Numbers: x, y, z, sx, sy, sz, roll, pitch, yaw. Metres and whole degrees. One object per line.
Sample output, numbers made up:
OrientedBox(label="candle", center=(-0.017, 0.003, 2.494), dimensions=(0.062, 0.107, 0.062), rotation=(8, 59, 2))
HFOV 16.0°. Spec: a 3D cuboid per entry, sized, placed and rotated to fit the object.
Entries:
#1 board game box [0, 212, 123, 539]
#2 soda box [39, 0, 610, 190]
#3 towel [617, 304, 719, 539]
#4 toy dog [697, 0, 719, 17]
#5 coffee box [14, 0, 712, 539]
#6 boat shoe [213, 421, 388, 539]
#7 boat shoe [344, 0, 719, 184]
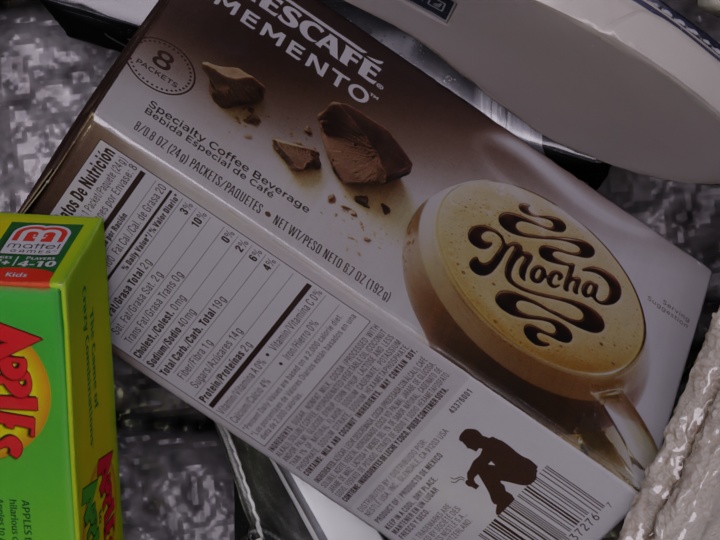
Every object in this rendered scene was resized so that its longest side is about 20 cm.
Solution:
OrientedBox(label="board game box", center=(-0.125, 0.082, 0.770), dimensions=(0.101, 0.048, 0.201), rotation=(3, 116, 8))
OrientedBox(label="soda box", center=(-0.004, -0.089, 0.865), dimensions=(0.199, 0.063, 0.071), rotation=(16, 84, 6))
OrientedBox(label="towel", center=(0.157, 0.027, 0.759), dimensions=(0.132, 0.034, 0.201), rotation=(22, 96, -34))
OrientedBox(label="toy dog", center=(0.165, -0.152, 0.795), dimensions=(0.194, 0.140, 0.200), rotation=(-42, 84, -5))
OrientedBox(label="coffee box", center=(0.000, 0.000, 0.798), dimensions=(0.199, 0.113, 0.080), rotation=(34, 130, -7))
OrientedBox(label="boat shoe", center=(-0.017, 0.106, 0.837), dimensions=(0.063, 0.071, 0.201), rotation=(-27, 84, -1))
OrientedBox(label="boat shoe", center=(0.049, -0.112, 0.799), dimensions=(0.199, 0.075, 0.093), rotation=(30, 64, -7))
